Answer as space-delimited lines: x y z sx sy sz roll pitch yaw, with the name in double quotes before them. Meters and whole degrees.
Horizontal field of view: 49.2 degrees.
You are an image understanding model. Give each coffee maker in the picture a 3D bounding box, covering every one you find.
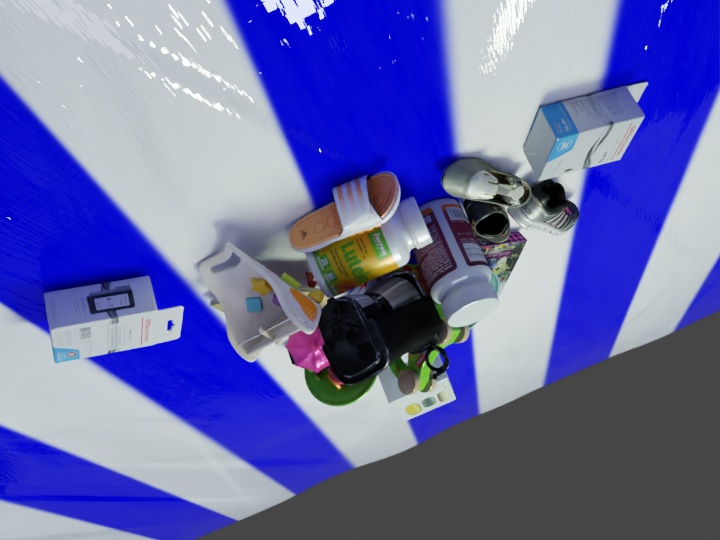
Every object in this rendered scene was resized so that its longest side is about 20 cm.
"coffee maker" 0.047 0.109 1.294 0.199 0.192 0.135 -23 151 -55

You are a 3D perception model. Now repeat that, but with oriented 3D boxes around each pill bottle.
"pill bottle" 0.159 -0.013 1.363 0.113 0.202 0.115 -16 154 -8
"pill bottle" 0.014 -0.043 1.297 0.198 0.112 0.111 -24 154 6

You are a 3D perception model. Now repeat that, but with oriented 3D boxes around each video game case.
"video game case" 0.223 0.009 1.581 0.198 0.036 0.183 -9 135 -33

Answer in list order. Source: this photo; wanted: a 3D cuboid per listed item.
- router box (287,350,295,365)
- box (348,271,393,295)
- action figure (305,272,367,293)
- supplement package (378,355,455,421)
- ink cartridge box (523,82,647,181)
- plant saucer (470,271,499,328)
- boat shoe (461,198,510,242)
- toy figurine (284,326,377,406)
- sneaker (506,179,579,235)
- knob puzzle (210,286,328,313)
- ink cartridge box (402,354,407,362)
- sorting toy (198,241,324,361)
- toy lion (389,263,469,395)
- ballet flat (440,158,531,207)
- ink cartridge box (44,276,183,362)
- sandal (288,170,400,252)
"router box" -0.050 0.170 1.724 0.148 0.052 0.200 -31 152 16
"box" 0.063 0.065 1.615 0.198 0.049 0.158 3 146 -41
"action figure" 0.000 0.000 1.448 0.198 0.052 0.066 -20 150 -8
"supplement package" 0.128 0.249 1.898 0.150 0.152 0.200 -23 154 3
"ink cartridge box" 0.378 -0.226 1.276 0.197 0.069 0.116 -16 154 -12
"plant saucer" 0.182 0.063 1.545 0.198 0.036 0.201 -21 141 -18
"boat shoe" 0.238 -0.086 1.447 0.073 0.064 0.201 -30 155 11
"toy figurine" -0.077 0.125 1.394 0.150 0.200 0.184 -42 149 -3
"sneaker" 0.359 -0.121 1.458 0.198 0.074 0.088 0 142 -44
"knob puzzle" -0.146 0.052 1.424 0.216 0.031 0.220 -6 161 -2
"ink cartridge box" 0.077 0.145 1.674 0.199 0.041 0.199 -39 151 31
"sorting toy" -0.170 0.034 1.260 0.180 0.107 0.199 43 142 -16
"toy lion" 0.099 0.098 1.453 0.068 0.192 0.201 0 129 -43
"ballet flat" 0.217 -0.143 1.307 0.198 0.063 0.068 3 111 -44
"ink cartridge box" -0.389 0.074 1.246 0.197 0.069 0.116 -10 152 -23
"sandal" -0.033 -0.088 1.213 0.205 0.080 0.059 -28 156 17
